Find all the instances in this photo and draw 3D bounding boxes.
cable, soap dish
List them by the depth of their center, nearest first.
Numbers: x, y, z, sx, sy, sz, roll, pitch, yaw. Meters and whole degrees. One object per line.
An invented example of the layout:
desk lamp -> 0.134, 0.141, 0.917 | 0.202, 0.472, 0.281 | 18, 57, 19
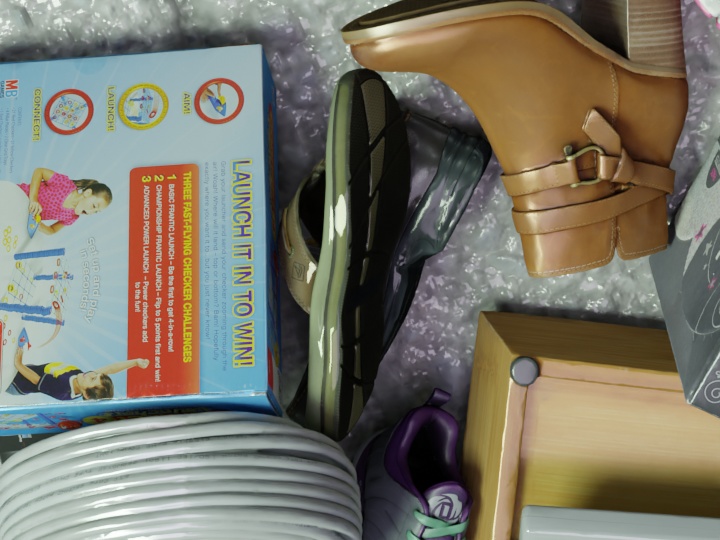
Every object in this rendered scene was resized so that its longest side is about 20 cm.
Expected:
cable -> -0.098, 0.138, 0.938 | 0.199, 0.069, 0.200 | 3, 154, -19
soap dish -> 0.159, 0.113, 1.005 | 0.199, 0.081, 0.158 | 6, 97, 1

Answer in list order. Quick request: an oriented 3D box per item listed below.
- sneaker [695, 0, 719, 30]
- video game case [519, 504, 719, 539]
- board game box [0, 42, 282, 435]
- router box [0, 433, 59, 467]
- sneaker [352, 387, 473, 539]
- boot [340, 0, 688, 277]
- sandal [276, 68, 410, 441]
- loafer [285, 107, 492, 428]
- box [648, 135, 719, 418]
sneaker -> 0.197, -0.179, 0.900 | 0.200, 0.081, 0.088 | 37, 111, -12
video game case -> 0.184, 0.200, 0.975 | 0.199, 0.022, 0.182 | 3, 136, 3
board game box -> -0.143, -0.015, 0.936 | 0.195, 0.056, 0.201 | -3, 70, 4
router box -> -0.209, 0.075, 1.036 | 0.149, 0.062, 0.200 | -8, 112, 4
sneaker -> 0.030, 0.168, 0.985 | 0.074, 0.200, 0.088 | 7, 147, -19
boot -> 0.087, -0.072, 0.925 | 0.199, 0.074, 0.155 | -5, 106, -17
sandal -> -0.018, -0.008, 0.927 | 0.057, 0.080, 0.202 | 13, 102, 23
loafer -> 0.000, 0.000, 0.996 | 0.072, 0.073, 0.200 | 28, 102, 1
box -> 0.235, -0.002, 0.906 | 0.115, 0.200, 0.132 | 24, 111, -7
